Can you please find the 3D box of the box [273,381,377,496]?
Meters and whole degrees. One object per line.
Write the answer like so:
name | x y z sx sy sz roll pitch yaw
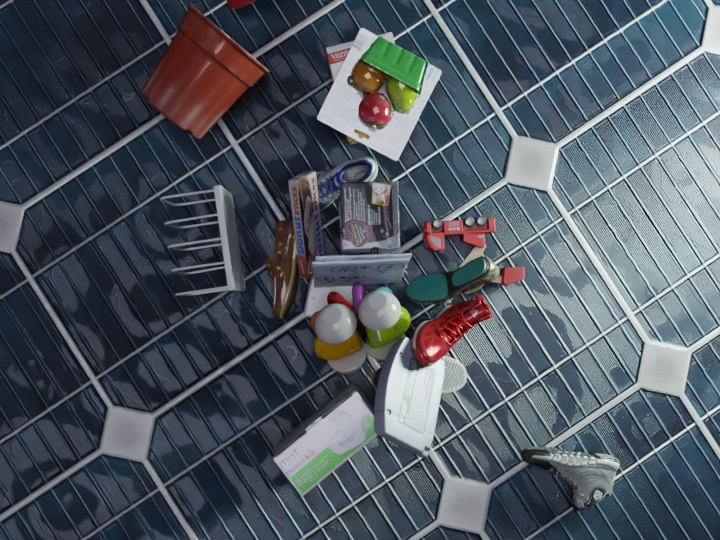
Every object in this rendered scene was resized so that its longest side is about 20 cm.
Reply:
box | -0.062 0.318 1.652 0.199 0.176 0.097 -38 91 -3

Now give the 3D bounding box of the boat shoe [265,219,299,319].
boat shoe | -0.156 -0.004 1.719 0.067 0.072 0.202 9 81 4

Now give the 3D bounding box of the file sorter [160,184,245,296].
file sorter | -0.309 -0.051 1.682 0.123 0.139 0.202 -9 88 1

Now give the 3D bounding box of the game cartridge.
game cartridge | 0.091 0.234 1.610 0.132 0.041 0.202 29 57 -22

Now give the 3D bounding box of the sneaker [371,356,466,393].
sneaker | 0.114 0.210 1.715 0.198 0.079 0.079 2 84 -26

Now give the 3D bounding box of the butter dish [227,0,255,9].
butter dish | -0.177 -0.638 1.709 0.198 0.147 0.202 -11 90 39

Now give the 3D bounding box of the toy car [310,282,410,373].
toy car | -0.005 0.097 1.687 0.198 0.176 0.151 -17 52 -1

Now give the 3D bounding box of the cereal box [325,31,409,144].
cereal box | 0.019 -0.372 1.747 0.142 0.040 0.202 -14 88 -3

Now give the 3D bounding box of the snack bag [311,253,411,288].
snack bag | 0.000 0.000 1.657 0.186 0.200 0.022 -3 76 -2

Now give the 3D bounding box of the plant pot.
plant pot | -0.315 -0.379 1.676 0.200 0.201 0.196 40 96 1

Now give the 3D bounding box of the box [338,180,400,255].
box | 0.015 -0.087 1.653 0.113 0.200 0.134 -1 83 0

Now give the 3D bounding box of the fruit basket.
fruit basket | 0.038 -0.348 1.695 0.184 0.094 0.201 26 100 -3

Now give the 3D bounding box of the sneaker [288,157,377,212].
sneaker | -0.059 -0.176 1.715 0.199 0.088 0.076 -30 90 -1

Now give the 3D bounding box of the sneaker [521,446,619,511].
sneaker | 0.416 0.421 1.709 0.198 0.075 0.117 7 90 -2

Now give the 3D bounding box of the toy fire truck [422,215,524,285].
toy fire truck | 0.228 -0.038 1.734 0.198 0.049 0.143 -4 90 0

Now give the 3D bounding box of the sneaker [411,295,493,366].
sneaker | 0.181 0.102 1.645 0.079 0.200 0.115 50 131 -5

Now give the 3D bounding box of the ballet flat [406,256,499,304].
ballet flat | 0.189 0.031 1.710 0.199 0.075 0.068 -22 56 30

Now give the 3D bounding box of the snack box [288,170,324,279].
snack box | -0.104 -0.090 1.683 0.024 0.072 0.202 6 114 27
